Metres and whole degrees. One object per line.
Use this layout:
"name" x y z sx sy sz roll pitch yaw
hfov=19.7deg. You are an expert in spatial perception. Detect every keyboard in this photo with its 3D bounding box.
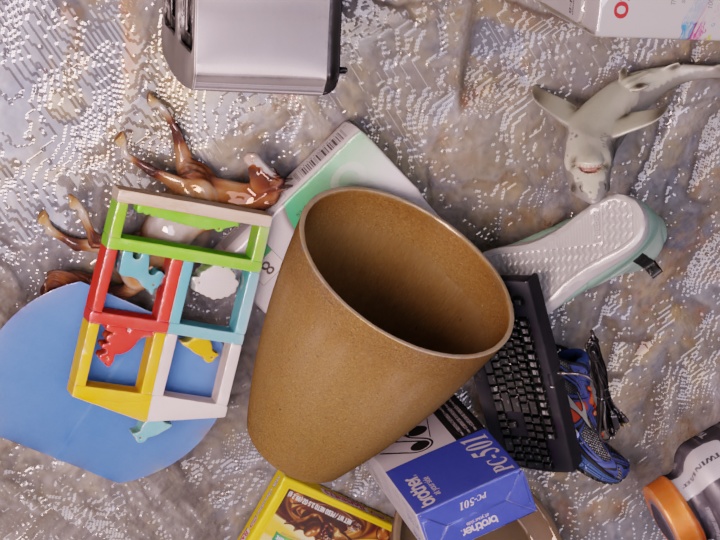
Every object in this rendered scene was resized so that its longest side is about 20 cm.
"keyboard" 0.150 0.087 1.707 0.127 0.021 0.200 -1 126 24

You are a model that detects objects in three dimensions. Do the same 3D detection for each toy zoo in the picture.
"toy zoo" -0.153 0.040 1.636 0.131 0.020 0.201 10 101 -24

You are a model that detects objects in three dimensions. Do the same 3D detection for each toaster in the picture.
"toaster" -0.079 -0.221 1.557 0.118 0.181 0.201 -1 106 -13

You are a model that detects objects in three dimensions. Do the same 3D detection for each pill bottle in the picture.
"pill bottle" 0.352 0.176 1.842 0.200 0.106 0.106 -29 112 -6

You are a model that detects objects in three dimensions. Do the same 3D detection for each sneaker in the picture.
"sneaker" 0.176 0.108 1.790 0.078 0.075 0.200 -42 115 -3
"sneaker" 0.168 0.005 1.748 0.200 0.118 0.074 -27 75 20

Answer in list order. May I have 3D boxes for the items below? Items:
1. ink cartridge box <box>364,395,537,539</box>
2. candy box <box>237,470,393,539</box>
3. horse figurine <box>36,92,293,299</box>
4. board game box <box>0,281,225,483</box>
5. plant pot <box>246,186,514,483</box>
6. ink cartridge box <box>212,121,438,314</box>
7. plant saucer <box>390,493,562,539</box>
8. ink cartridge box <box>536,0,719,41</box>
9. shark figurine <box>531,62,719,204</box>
"ink cartridge box" 0.065 0.161 1.704 0.094 0.200 0.044 -23 111 -8
"candy box" -0.009 0.255 1.807 0.200 0.026 0.102 26 102 -21
"horse figurine" -0.168 -0.042 1.655 0.132 0.050 0.200 41 92 -22
"board game box" -0.210 0.085 1.687 0.200 0.039 0.158 25 113 -25
"plant pot" -0.007 0.070 1.642 0.186 0.187 0.200 18 124 -20
"ink cartridge box" 0.000 0.000 1.719 0.161 0.050 0.200 -44 111 1
"plant saucer" 0.101 0.258 1.778 0.200 0.200 0.029 33 140 -22
"ink cartridge box" 0.259 -0.266 1.655 0.199 0.145 0.146 1 107 -16
"shark figurine" 0.231 -0.123 1.745 0.214 0.128 0.090 -32 140 -23
